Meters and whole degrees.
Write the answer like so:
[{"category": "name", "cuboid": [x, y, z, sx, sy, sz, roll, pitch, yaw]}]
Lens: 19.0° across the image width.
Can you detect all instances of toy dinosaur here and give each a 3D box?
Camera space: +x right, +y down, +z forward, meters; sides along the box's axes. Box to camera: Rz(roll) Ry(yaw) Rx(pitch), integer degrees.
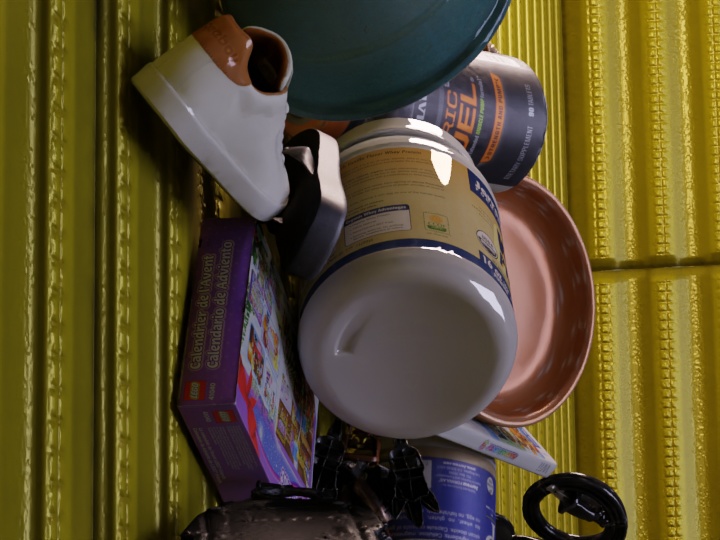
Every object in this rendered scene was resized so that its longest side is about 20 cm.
[{"category": "toy dinosaur", "cuboid": [-0.007, 0.167, 1.583, 0.136, 0.101, 0.201, 102, -28, -69]}]

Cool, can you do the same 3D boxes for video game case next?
[{"category": "video game case", "cuboid": [0.067, 0.096, 1.712, 0.143, 0.018, 0.200, 48, 12, 33]}]

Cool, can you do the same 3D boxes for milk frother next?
[{"category": "milk frother", "cuboid": [0.127, 0.285, 1.766, 0.200, 0.179, 0.189, 122, -31, -47]}]

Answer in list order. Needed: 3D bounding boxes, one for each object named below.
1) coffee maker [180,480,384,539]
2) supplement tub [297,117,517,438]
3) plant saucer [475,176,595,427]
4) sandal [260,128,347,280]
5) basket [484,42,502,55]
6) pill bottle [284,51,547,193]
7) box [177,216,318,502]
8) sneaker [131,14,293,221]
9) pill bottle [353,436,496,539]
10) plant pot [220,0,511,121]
[{"category": "coffee maker", "cuboid": [-0.036, 0.239, 1.219, 0.192, 0.134, 0.202, -20, 111, -71]}, {"category": "supplement tub", "cuboid": [0.028, 0.000, 1.443, 0.201, 0.143, 0.145, -93, 174, -55]}, {"category": "plant saucer", "cuboid": [0.109, 0.023, 1.696, 0.199, 0.037, 0.202, 4, 84, -43]}, {"category": "sandal", "cuboid": [-0.044, -0.052, 1.394, 0.076, 0.043, 0.200, -64, -167, 8]}, {"category": "basket", "cuboid": [0.073, -0.113, 1.785, 0.149, 0.142, 0.201, 96, 0, -54]}, {"category": "pill bottle", "cuboid": [0.034, -0.119, 1.577, 0.199, 0.106, 0.107, 6, 79, -40]}, {"category": "box", "cuboid": [-0.067, 0.079, 1.363, 0.201, 0.039, 0.138, 72, 18, -53]}, {"category": "sneaker", "cuboid": [-0.063, -0.090, 1.271, 0.073, 0.085, 0.200, 48, -1, 19]}, {"category": "pill bottle", "cuboid": [0.047, 0.240, 1.688, 0.120, 0.119, 0.201, 63, 27, -64]}, {"category": "plant pot", "cuboid": [-0.023, -0.230, 1.322, 0.196, 0.199, 0.201, 58, 30, -53]}]
